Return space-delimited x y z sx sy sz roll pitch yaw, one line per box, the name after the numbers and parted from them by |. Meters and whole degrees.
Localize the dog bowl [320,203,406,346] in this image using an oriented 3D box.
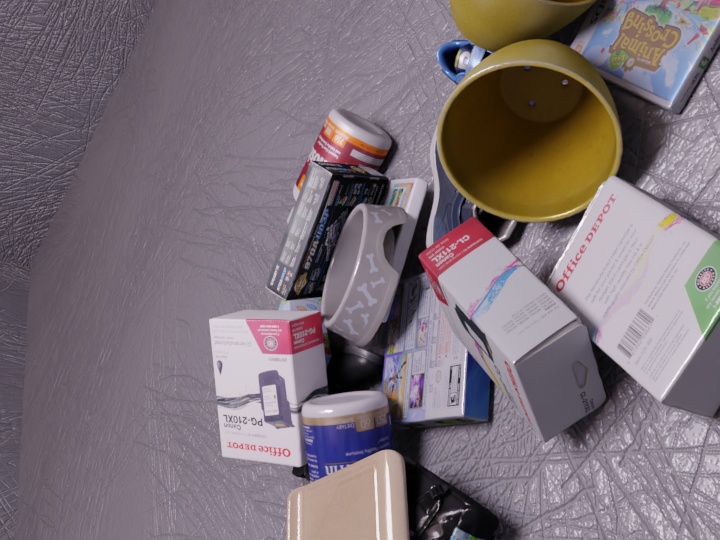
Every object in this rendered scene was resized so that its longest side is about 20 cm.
0.000 0.000 1.195 0.200 0.058 0.203 -162 90 -76 | dog bowl

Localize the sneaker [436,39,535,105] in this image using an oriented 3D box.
0.172 -0.261 1.149 0.200 0.081 0.075 35 104 55 | sneaker

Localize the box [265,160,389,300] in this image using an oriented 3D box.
-0.046 -0.057 1.284 0.046 0.158 0.202 30 108 28 | box

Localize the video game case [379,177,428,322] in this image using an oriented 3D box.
0.037 -0.034 1.260 0.182 0.023 0.203 -159 87 -77 | video game case

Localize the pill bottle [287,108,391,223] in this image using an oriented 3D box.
-0.040 -0.148 1.401 0.202 0.112 0.113 -62 33 18 | pill bottle

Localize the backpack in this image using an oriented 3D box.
0.066 0.344 0.996 0.162 0.153 0.201 19 73 54 | backpack

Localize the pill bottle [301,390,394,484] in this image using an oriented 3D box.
-0.009 0.264 1.116 0.115 0.114 0.203 -9 89 56 | pill bottle

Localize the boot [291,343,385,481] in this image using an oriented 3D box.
-0.031 0.212 1.256 0.165 0.065 0.203 -11 61 69 | boot

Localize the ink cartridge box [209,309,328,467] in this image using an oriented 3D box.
-0.125 0.162 1.213 0.143 0.084 0.203 -1 97 32 | ink cartridge box

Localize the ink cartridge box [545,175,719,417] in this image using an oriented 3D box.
0.286 0.019 0.831 0.147 0.087 0.200 -63 34 16 | ink cartridge box

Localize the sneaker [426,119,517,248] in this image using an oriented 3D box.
0.147 -0.117 1.110 0.146 0.076 0.206 172 102 -68 | sneaker

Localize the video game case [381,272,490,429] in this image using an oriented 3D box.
0.098 0.099 1.127 0.180 0.045 0.203 -20 59 54 | video game case

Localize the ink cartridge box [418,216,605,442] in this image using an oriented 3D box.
0.160 0.060 0.927 0.082 0.147 0.200 -32 41 -5 | ink cartridge box

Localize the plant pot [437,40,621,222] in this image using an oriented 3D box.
0.197 -0.178 0.982 0.200 0.199 0.143 -41 18 41 | plant pot

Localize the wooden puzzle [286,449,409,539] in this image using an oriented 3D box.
-0.014 0.321 0.991 0.199 0.037 0.187 -31 50 41 | wooden puzzle

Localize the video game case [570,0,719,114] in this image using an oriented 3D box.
0.332 -0.290 0.965 0.184 0.022 0.200 -63 33 17 | video game case

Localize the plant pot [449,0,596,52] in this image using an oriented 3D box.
0.185 -0.356 1.066 0.142 0.197 0.203 127 146 -57 | plant pot

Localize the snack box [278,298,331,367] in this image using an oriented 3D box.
-0.109 0.143 1.361 0.201 0.067 0.170 -105 35 -65 | snack box
